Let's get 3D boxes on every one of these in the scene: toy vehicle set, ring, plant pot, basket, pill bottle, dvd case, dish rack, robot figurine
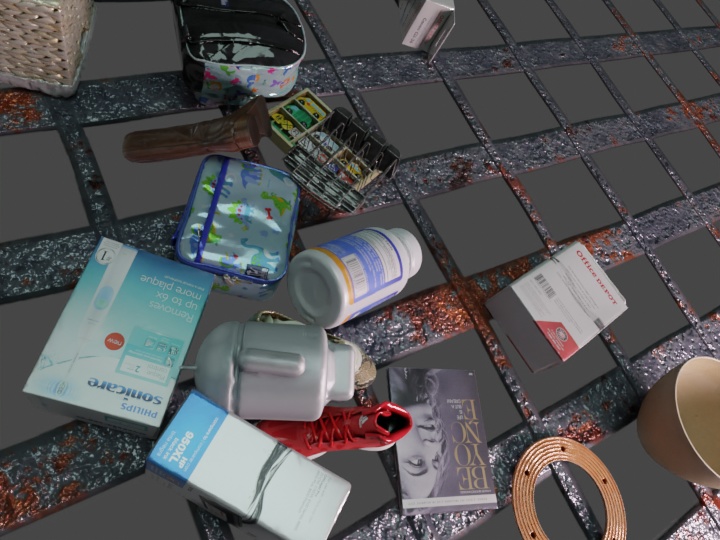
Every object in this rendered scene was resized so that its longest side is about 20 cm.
[{"bbox_3d":[-0.065,-0.216,0.939,0.200,0.027,0.124,44,56,3],"label":"toy vehicle set"},{"bbox_3d":[0.307,0.350,0.807,0.199,0.019,0.201,9,62,-18],"label":"ring"},{"bbox_3d":[0.535,0.257,0.884,0.199,0.135,0.201,10,60,-19],"label":"plant pot"},{"bbox_3d":[-0.493,-0.388,0.768,0.199,0.161,0.199,9,60,-21],"label":"basket"},{"bbox_3d":[0.000,0.000,0.794,0.200,0.112,0.112,-24,75,-46],"label":"pill bottle"},{"bbox_3d":[0.115,0.240,0.784,0.148,0.016,0.201,6,62,-21],"label":"dvd case"},{"bbox_3d":[-0.030,-0.172,0.875,0.153,0.055,0.200,37,52,0],"label":"dish rack"},{"bbox_3d":[-0.108,0.119,0.650,0.199,0.170,0.113,5,69,-10],"label":"robot figurine"}]

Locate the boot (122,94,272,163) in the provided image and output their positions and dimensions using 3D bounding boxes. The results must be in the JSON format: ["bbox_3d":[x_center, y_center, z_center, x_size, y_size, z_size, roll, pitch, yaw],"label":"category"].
[{"bbox_3d":[-0.243,-0.210,0.825,0.199,0.065,0.187,-9,23,8],"label":"boot"}]

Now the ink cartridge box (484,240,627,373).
[{"bbox_3d":[0.335,0.059,0.932,0.200,0.083,0.147,-26,77,-31],"label":"ink cartridge box"}]

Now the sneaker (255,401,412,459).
[{"bbox_3d":[-0.029,0.191,0.685,0.199,0.116,0.079,-3,65,-20],"label":"sneaker"}]

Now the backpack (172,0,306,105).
[{"bbox_3d":[-0.193,-0.364,0.887,0.199,0.151,0.178,-9,71,-19],"label":"backpack"}]

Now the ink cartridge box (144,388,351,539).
[{"bbox_3d":[-0.130,0.232,0.606,0.200,0.145,0.084,32,58,-4],"label":"ink cartridge box"}]

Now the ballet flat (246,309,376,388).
[{"bbox_3d":[-0.060,0.107,0.743,0.199,0.075,0.068,25,58,-10],"label":"ballet flat"}]

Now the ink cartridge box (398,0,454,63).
[{"bbox_3d":[0.136,-0.553,1.147,0.067,0.117,0.201,8,61,-20],"label":"ink cartridge box"}]

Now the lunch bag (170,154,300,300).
[{"bbox_3d":[-0.176,-0.064,0.782,0.160,0.083,0.201,15,58,-12],"label":"lunch bag"}]

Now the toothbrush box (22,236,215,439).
[{"bbox_3d":[-0.280,0.082,0.657,0.146,0.085,0.201,21,59,-12],"label":"toothbrush box"}]
